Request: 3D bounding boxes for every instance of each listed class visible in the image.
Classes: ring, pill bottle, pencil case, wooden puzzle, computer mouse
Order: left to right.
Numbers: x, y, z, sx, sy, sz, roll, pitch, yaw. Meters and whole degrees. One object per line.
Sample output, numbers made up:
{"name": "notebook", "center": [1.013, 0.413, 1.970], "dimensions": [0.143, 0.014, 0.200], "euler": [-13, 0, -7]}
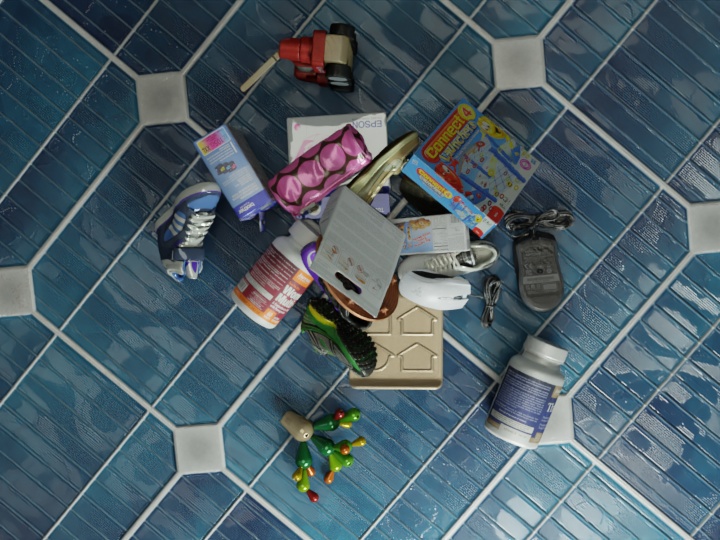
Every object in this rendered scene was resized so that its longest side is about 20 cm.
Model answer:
{"name": "pill bottle", "center": [-0.148, 0.005, 1.496], "dimensions": [0.110, 0.110, 0.200], "euler": [40, 94, -1]}
{"name": "pencil case", "center": [-0.071, -0.184, 1.456], "dimensions": [0.200, 0.091, 0.094], "euler": [-38, 58, 6]}
{"name": "ring", "center": [0.000, 0.000, 1.423], "dimensions": [0.019, 0.200, 0.201], "euler": [-36, 92, 35]}
{"name": "wooden puzzle", "center": [0.069, 0.132, 1.531], "dimensions": [0.185, 0.046, 0.200], "euler": [0, 89, 2]}
{"name": "computer mouse", "center": [0.171, 0.048, 1.473], "dimensions": [0.200, 0.044, 0.110], "euler": [9, 119, -9]}
{"name": "pill bottle", "center": [0.324, 0.230, 1.492], "dimensions": [0.111, 0.111, 0.200], "euler": [21, 94, 1]}
{"name": "computer mouse", "center": [0.349, -0.017, 1.511], "dimensions": [0.138, 0.053, 0.200], "euler": [-1, 83, 1]}

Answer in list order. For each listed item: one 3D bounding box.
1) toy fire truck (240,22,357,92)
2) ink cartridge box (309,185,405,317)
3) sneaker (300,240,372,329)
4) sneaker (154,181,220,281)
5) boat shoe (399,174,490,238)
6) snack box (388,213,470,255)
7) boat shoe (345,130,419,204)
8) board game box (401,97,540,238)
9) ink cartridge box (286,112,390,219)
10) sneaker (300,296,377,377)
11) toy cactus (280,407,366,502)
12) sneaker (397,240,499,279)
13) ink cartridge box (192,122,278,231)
{"name": "toy fire truck", "center": [-0.112, -0.382, 1.439], "dimensions": [0.200, 0.176, 0.129], "euler": [6, 94, 2]}
{"name": "ink cartridge box", "center": [-0.011, -0.031, 1.397], "dimensions": [0.160, 0.047, 0.200], "euler": [37, 53, -22]}
{"name": "sneaker", "center": [-0.034, 0.032, 1.425], "dimensions": [0.070, 0.100, 0.200], "euler": [-35, 117, 8]}
{"name": "sneaker", "center": [-0.312, -0.061, 1.469], "dimensions": [0.200, 0.081, 0.147], "euler": [-33, 70, 38]}
{"name": "boat shoe", "center": [0.173, -0.136, 1.502], "dimensions": [0.200, 0.076, 0.074], "euler": [28, 66, 9]}
{"name": "snack box", "center": [0.111, -0.067, 1.483], "dimensions": [0.200, 0.024, 0.072], "euler": [-3, 94, 28]}
{"name": "boat shoe", "center": [0.042, -0.180, 1.462], "dimensions": [0.201, 0.073, 0.063], "euler": [-44, 102, 8]}
{"name": "board game box", "center": [0.209, -0.194, 1.446], "dimensions": [0.196, 0.056, 0.200], "euler": [40, 56, -1]}
{"name": "ink cartridge box", "center": [-0.041, -0.203, 1.515], "dimensions": [0.196, 0.043, 0.200], "euler": [-4, 92, 2]}
{"name": "sneaker", "center": [-0.042, 0.139, 1.492], "dimensions": [0.200, 0.078, 0.085], "euler": [44, 122, 36]}
{"name": "toy cactus", "center": [-0.089, 0.341, 1.530], "dimensions": [0.165, 0.102, 0.200], "euler": [35, 102, 9]}
{"name": "sneaker", "center": [0.168, -0.019, 1.499], "dimensions": [0.200, 0.081, 0.077], "euler": [-16, 94, 4]}
{"name": "ink cartridge box", "center": [-0.221, -0.171, 1.474], "dimensions": [0.076, 0.136, 0.200], "euler": [-33, 91, 5]}
